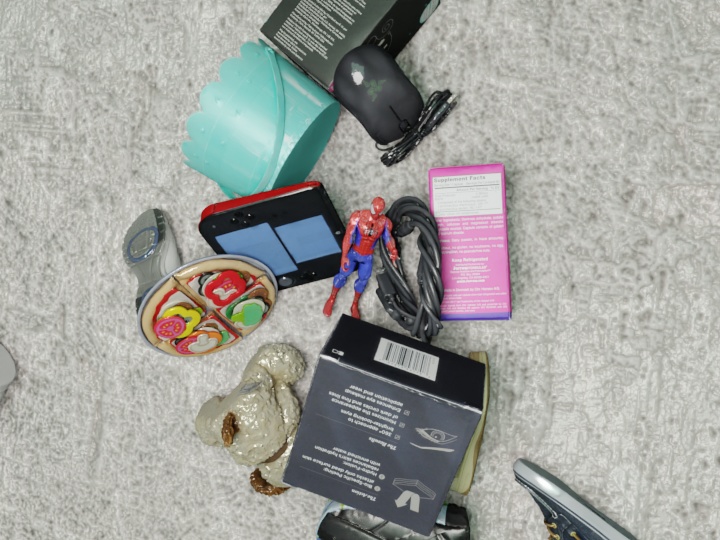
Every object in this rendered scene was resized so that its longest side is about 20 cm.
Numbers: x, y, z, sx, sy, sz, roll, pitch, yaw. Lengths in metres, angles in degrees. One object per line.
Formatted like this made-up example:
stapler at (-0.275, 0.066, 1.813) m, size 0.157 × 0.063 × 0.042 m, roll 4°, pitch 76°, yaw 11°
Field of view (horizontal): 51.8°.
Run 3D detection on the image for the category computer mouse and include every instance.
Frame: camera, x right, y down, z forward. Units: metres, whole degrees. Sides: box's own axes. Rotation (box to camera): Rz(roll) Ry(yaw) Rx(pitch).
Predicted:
computer mouse at (0.044, -0.214, 0.960) m, size 0.138 × 0.200 × 0.053 m, roll -45°, pitch 51°, yaw 11°

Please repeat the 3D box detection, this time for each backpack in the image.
backpack at (0.038, 0.367, 1.008) m, size 0.199 × 0.154 × 0.164 m, roll 3°, pitch 109°, yaw -1°

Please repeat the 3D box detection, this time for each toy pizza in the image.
toy pizza at (-0.206, 0.058, 1.023) m, size 0.200 × 0.200 × 0.032 m, roll -39°, pitch 53°, yaw 9°

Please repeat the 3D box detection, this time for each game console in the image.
game console at (-0.106, -0.037, 1.004) m, size 0.176 × 0.200 × 0.031 m, roll -10°, pitch 57°, yaw 12°

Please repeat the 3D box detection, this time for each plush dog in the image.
plush dog at (-0.122, 0.230, 1.042) m, size 0.172 × 0.161 × 0.200 m, roll 41°, pitch 101°, yaw -19°

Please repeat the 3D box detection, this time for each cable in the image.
cable at (0.072, 0.000, 0.959) m, size 0.051 × 0.200 × 0.164 m, roll 2°, pitch 121°, yaw -20°

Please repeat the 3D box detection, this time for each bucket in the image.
bucket at (-0.130, -0.187, 0.998) m, size 0.134 × 0.207 × 0.208 m, roll 33°, pitch 97°, yaw 4°

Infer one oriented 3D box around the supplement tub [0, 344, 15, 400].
supplement tub at (-0.644, 0.197, 1.136) m, size 0.200 × 0.140 × 0.140 m, roll -45°, pitch 83°, yaw 9°

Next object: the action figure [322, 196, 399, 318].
action figure at (0.000, 0.000, 0.977) m, size 0.065 × 0.099 × 0.201 m, roll 11°, pitch 125°, yaw -10°

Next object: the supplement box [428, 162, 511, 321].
supplement box at (0.148, -0.036, 0.990) m, size 0.103 × 0.101 × 0.201 m, roll -1°, pitch 90°, yaw 11°

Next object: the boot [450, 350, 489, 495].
boot at (0.093, 0.197, 1.020) m, size 0.155 × 0.073 × 0.201 m, roll 11°, pitch 101°, yaw 9°

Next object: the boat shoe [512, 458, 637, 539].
boat shoe at (0.270, 0.343, 0.988) m, size 0.200 × 0.071 × 0.091 m, roll 37°, pitch 94°, yaw 6°

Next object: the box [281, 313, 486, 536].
box at (0.029, 0.189, 0.916) m, size 0.196 × 0.118 × 0.201 m, roll 20°, pitch 115°, yaw 4°

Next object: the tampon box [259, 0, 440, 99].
tampon box at (-0.008, -0.341, 0.990) m, size 0.126 × 0.150 × 0.200 m, roll 42°, pitch 98°, yaw 9°

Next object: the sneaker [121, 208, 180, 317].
sneaker at (-0.296, 0.004, 1.098) m, size 0.074 × 0.087 × 0.201 m, roll -17°, pitch 70°, yaw 13°
